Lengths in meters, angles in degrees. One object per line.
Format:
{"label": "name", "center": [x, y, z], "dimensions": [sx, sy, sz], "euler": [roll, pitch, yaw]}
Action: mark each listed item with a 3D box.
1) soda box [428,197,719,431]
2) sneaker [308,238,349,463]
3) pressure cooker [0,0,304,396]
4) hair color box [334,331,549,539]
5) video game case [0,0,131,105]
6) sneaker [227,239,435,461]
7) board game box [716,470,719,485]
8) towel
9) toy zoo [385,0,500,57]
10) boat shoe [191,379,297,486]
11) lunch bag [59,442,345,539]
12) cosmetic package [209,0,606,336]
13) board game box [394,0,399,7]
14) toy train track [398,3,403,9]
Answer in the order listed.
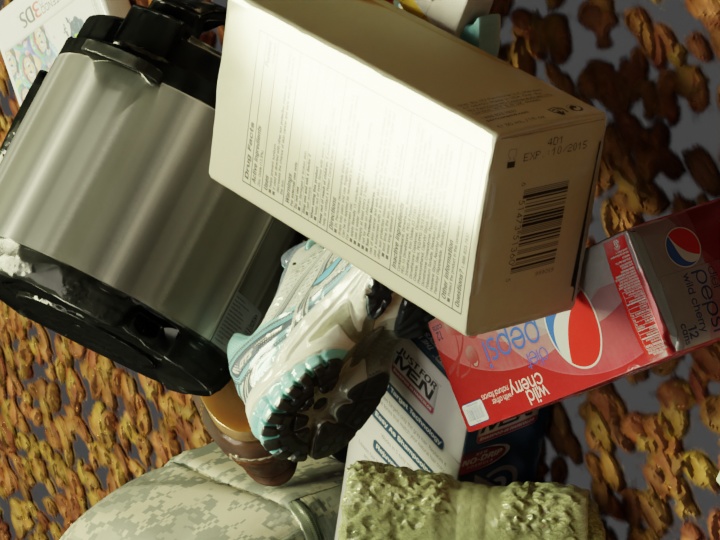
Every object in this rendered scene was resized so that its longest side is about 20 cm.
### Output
{"label": "soda box", "center": [0.115, 0.023, 1.320], "dimensions": [0.200, 0.070, 0.064], "euler": [-27, 82, 61]}
{"label": "sneaker", "center": [-0.016, 0.009, 1.539], "dimensions": [0.088, 0.076, 0.200], "euler": [50, 145, 44]}
{"label": "pressure cooker", "center": [-0.108, -0.050, 1.524], "dimensions": [0.200, 0.178, 0.176], "euler": [-63, 15, -9]}
{"label": "hair color box", "center": [0.043, 0.111, 1.503], "dimensions": [0.100, 0.060, 0.200], "euler": [46, 142, 38]}
{"label": "video game case", "center": [-0.175, -0.098, 1.799], "dimensions": [0.182, 0.024, 0.200], "euler": [-22, 87, 61]}
{"label": "sneaker", "center": [0.000, 0.000, 1.418], "dimensions": [0.200, 0.078, 0.086], "euler": [-47, 49, 10]}
{"label": "board game box", "center": [0.229, 0.121, 1.227], "dimensions": [0.200, 0.030, 0.096], "euler": [55, 147, 32]}
{"label": "towel", "center": [0.056, 0.185, 1.463], "dimensions": [0.148, 0.037, 0.200], "euler": [7, 129, 10]}
{"label": "toy zoo", "center": [0.009, -0.170, 1.341], "dimensions": [0.200, 0.020, 0.131], "euler": [59, 140, 22]}
{"label": "boat shoe", "center": [-0.081, 0.042, 1.649], "dimensions": [0.070, 0.070, 0.200], "euler": [69, -176, -51]}
{"label": "lunch bag", "center": [-0.084, 0.193, 1.659], "dimensions": [0.200, 0.167, 0.140], "euler": [17, 120, 57]}
{"label": "cosmetic package", "center": [0.018, -0.059, 1.287], "dimensions": [0.200, 0.071, 0.105], "euler": [34, 125, 42]}
{"label": "board game box", "center": [-0.006, -0.184, 1.454], "dimensions": [0.200, 0.028, 0.136], "euler": [20, 123, 54]}
{"label": "toy train track", "center": [0.018, -0.123, 1.385], "dimensions": [0.115, 0.032, 0.200], "euler": [59, 147, 20]}
